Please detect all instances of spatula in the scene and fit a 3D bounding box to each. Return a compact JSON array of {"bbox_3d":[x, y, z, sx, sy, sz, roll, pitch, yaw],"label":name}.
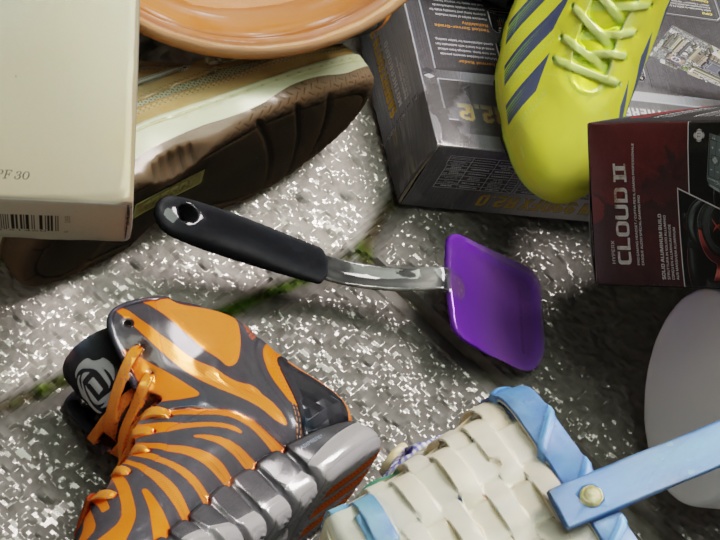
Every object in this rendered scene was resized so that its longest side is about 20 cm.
[{"bbox_3d":[0.000,0.000,1.177,0.200,0.021,0.057,14,56,-27],"label":"spatula"}]

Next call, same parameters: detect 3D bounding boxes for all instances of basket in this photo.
[{"bbox_3d":[0.078,0.119,1.040,0.200,0.176,0.139,-14,59,-22],"label":"basket"}]

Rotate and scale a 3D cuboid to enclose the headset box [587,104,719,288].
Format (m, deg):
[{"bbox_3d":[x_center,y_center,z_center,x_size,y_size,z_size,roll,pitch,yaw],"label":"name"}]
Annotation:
[{"bbox_3d":[0.203,-0.035,1.169,0.149,0.200,0.075,-10,98,-48],"label":"headset box"}]

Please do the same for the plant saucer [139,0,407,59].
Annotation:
[{"bbox_3d":[-0.050,-0.184,1.164,0.200,0.037,0.200,2,81,-10],"label":"plant saucer"}]

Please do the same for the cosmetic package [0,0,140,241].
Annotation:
[{"bbox_3d":[-0.136,-0.116,1.079,0.103,0.073,0.200,1,79,-6],"label":"cosmetic package"}]

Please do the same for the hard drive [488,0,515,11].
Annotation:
[{"bbox_3d":[0.018,-0.208,1.290,0.200,0.033,0.140,25,49,-7],"label":"hard drive"}]

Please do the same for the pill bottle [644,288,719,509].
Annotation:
[{"bbox_3d":[0.234,0.062,1.205,0.200,0.116,0.116,6,53,-24],"label":"pill bottle"}]

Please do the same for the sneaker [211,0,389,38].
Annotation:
[{"bbox_3d":[-0.074,-0.164,1.202,0.200,0.092,0.076,21,14,2],"label":"sneaker"}]

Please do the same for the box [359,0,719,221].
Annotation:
[{"bbox_3d":[0.101,-0.099,1.304,0.200,0.048,0.158,4,55,-24],"label":"box"}]

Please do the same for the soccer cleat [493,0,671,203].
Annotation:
[{"bbox_3d":[0.112,-0.128,1.208,0.065,0.084,0.200,22,79,-21],"label":"soccer cleat"}]

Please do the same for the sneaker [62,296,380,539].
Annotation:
[{"bbox_3d":[-0.089,0.081,1.061,0.112,0.078,0.200,42,37,13],"label":"sneaker"}]

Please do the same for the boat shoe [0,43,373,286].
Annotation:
[{"bbox_3d":[-0.084,-0.066,1.171,0.200,0.072,0.076,-24,63,-38],"label":"boat shoe"}]
